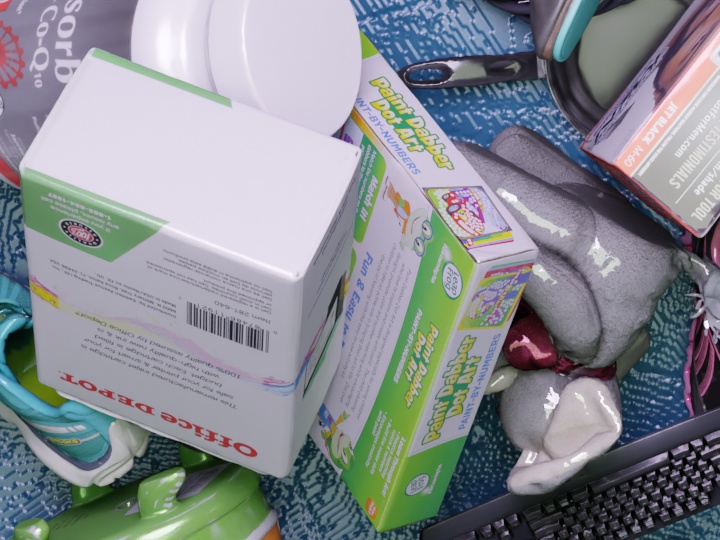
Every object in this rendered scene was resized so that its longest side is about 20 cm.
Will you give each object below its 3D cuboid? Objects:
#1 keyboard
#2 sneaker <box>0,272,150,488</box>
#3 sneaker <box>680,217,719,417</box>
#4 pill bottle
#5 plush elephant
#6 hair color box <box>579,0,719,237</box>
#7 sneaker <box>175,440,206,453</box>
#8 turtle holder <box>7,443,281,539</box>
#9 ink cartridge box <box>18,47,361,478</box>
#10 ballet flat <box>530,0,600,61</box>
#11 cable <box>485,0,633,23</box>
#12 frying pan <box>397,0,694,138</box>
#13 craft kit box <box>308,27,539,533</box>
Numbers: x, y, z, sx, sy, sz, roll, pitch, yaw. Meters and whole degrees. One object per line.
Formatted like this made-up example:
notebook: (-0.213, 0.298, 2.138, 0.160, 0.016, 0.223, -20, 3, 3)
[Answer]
keyboard: (0.138, 0.149, 1.447, 0.199, 0.021, 0.127, -23, 137, 7)
sneaker: (-0.192, 0.038, 1.412, 0.199, 0.080, 0.078, 31, 68, 31)
sneaker: (0.224, 0.037, 1.446, 0.078, 0.095, 0.202, -10, 96, -3)
pill bottle: (-0.104, -0.104, 1.314, 0.199, 0.116, 0.117, -5, 96, 38)
plush elephant: (0.104, 0.031, 1.408, 0.199, 0.165, 0.156, 31, 105, 7)
hair color box: (0.179, -0.085, 1.353, 0.064, 0.200, 0.111, 39, 94, -5)
sneaker: (-0.108, 0.008, 1.408, 0.086, 0.074, 0.201, -29, 58, -4)
turtle holder: (-0.128, 0.179, 1.425, 0.184, 0.141, 0.133, -23, 99, -4)
ink cartridge box: (-0.083, 0.001, 1.262, 0.144, 0.200, 0.084, 21, 59, 9)
ballet flat: (0.131, -0.208, 1.382, 0.068, 0.068, 0.201, 32, 82, 13)
cable: (0.114, -0.241, 1.430, 0.162, 0.051, 0.201, 23, 88, 9)
frying pan: (0.128, -0.106, 1.462, 0.189, 0.031, 0.116, -27, 93, 4)
craft kit box: (0.000, 0.000, 1.357, 0.048, 0.198, 0.201, -11, 139, -30)
